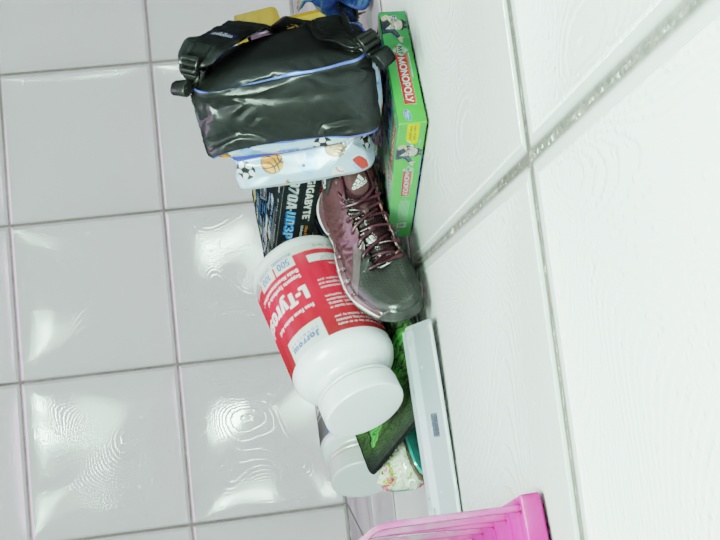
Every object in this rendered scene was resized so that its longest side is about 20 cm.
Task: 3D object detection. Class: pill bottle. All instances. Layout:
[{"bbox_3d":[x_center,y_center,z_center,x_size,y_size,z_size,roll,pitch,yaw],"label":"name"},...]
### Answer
[{"bbox_3d":[-0.033,0.068,0.967,0.113,0.111,0.201,90,157,-50],"label":"pill bottle"},{"bbox_3d":[-0.009,0.226,1.367,0.114,0.112,0.201,89,172,-46],"label":"pill bottle"}]

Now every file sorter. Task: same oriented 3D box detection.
[{"bbox_3d":[0.055,0.244,0.628,0.200,0.124,0.140,97,166,-68],"label":"file sorter"}]

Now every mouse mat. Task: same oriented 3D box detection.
[{"bbox_3d":[0.020,0.110,0.999,0.162,0.007,0.201,67,147,30],"label":"mouse mat"}]

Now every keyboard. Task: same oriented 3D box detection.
[{"bbox_3d":[0.071,0.151,0.892,0.056,0.011,0.202,-24,72,59],"label":"keyboard"}]

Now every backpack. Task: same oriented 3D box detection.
[{"bbox_3d":[-0.060,-0.172,0.887,0.191,0.198,0.155,-86,-9,-57],"label":"backpack"}]

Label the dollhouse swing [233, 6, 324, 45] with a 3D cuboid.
[{"bbox_3d":[-0.087,-0.274,1.357,0.182,0.174,0.202,-110,14,-55],"label":"dollhouse swing"}]

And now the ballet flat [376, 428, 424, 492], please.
[{"bbox_3d":[0.030,0.167,1.070,0.076,0.064,0.201,39,-150,-41],"label":"ballet flat"}]

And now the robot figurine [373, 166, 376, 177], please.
[{"bbox_3d":[-0.010,-0.144,1.128,0.200,0.058,0.147,-39,-63,-84],"label":"robot figurine"}]

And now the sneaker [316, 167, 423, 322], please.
[{"bbox_3d":[0.001,-0.048,0.922,0.116,0.075,0.201,87,157,-48],"label":"sneaker"}]

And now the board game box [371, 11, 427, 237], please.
[{"bbox_3d":[0.035,-0.142,0.937,0.201,0.029,0.136,94,168,-62],"label":"board game box"}]

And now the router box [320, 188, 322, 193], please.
[{"bbox_3d":[-0.046,-0.178,1.281,0.179,0.048,0.202,43,-146,-56],"label":"router box"}]

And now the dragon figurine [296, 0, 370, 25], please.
[{"bbox_3d":[-0.018,-0.352,1.107,0.200,0.098,0.059,124,145,-51],"label":"dragon figurine"}]

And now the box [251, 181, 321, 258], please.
[{"bbox_3d":[-0.092,-0.103,1.093,0.201,0.046,0.160,103,157,-49],"label":"box"}]

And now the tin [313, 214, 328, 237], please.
[{"bbox_3d":[0.000,0.000,1.075,0.201,0.042,0.112,59,170,14],"label":"tin"}]
